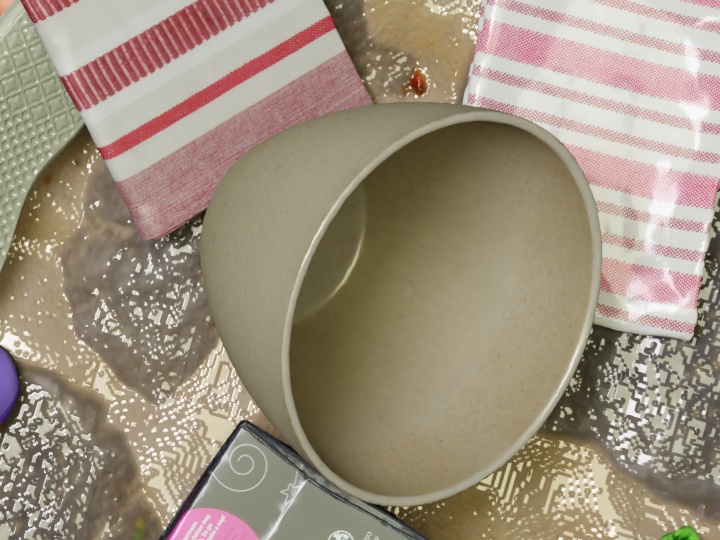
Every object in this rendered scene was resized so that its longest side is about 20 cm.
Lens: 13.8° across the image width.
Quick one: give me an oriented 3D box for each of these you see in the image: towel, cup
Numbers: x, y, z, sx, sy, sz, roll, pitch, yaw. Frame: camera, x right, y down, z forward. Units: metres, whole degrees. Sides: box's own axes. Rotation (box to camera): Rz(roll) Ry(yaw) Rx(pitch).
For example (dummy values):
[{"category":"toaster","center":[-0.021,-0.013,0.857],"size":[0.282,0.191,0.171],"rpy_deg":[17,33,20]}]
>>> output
[{"category":"towel","center":[0.125,-0.074,1.564],"size":[0.146,0.030,0.201],"rpy_deg":[12,88,-1]},{"category":"cup","center":[0.000,0.000,1.484],"size":[0.200,0.143,0.201],"rpy_deg":[-16,117,-35]},{"category":"towel","center":[-0.095,-0.135,1.516],"size":[0.144,0.023,0.201],"rpy_deg":[-32,109,-17]}]

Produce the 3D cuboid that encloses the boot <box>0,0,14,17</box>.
[{"category":"boot","center":[-0.179,-0.210,1.517],"size":[0.075,0.107,0.201],"rpy_deg":[-1,94,-7]}]

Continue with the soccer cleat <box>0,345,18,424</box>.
[{"category":"soccer cleat","center":[-0.245,0.102,1.491],"size":[0.200,0.073,0.068],"rpy_deg":[-31,117,-27]}]

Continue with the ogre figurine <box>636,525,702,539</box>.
[{"category":"ogre figurine","center":[0.101,0.206,1.506],"size":[0.199,0.120,0.099],"rpy_deg":[-19,89,-2]}]

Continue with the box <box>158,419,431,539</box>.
[{"category":"box","center":[-0.060,0.192,1.503],"size":[0.132,0.115,0.200],"rpy_deg":[33,88,-2]}]

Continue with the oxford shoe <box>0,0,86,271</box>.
[{"category":"oxford shoe","center":[-0.189,-0.070,1.527],"size":[0.075,0.058,0.201],"rpy_deg":[24,94,-32]}]
